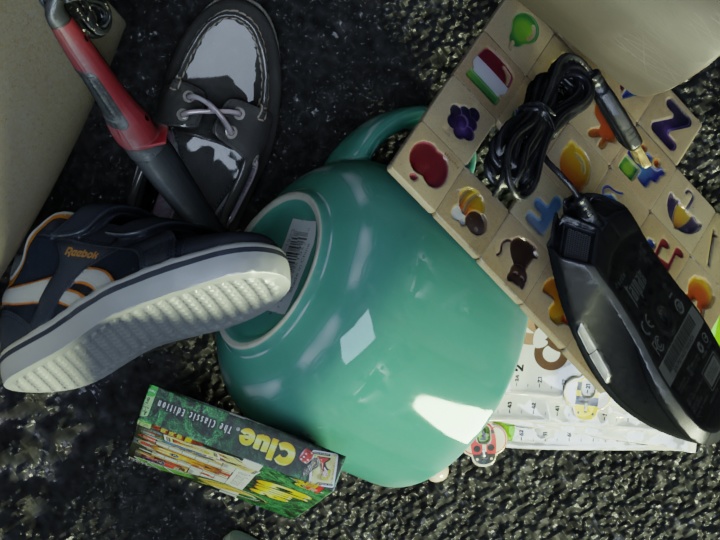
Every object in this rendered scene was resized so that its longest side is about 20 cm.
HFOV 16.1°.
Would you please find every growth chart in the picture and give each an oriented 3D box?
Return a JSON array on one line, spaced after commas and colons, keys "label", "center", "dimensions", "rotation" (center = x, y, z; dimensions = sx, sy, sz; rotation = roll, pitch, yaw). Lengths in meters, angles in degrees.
[{"label": "growth chart", "center": [0.130, 0.041, 1.395], "dimensions": [0.198, 0.018, 0.146], "rotation": [-3, 105, 2]}]

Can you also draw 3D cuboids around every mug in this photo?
[{"label": "mug", "center": [-0.006, 0.010, 1.318], "dimensions": [0.114, 0.186, 0.152], "rotation": [26, 125, -31]}]

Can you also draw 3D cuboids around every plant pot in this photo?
[{"label": "plant pot", "center": [-0.219, -0.084, 1.303], "dimensions": [0.187, 0.187, 0.200], "rotation": [43, 88, -9]}]

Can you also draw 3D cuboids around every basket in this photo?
[{"label": "basket", "center": [0.110, -0.196, 1.267], "dimensions": [0.200, 0.181, 0.136], "rotation": [43, 138, -19]}]

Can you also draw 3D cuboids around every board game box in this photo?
[{"label": "board game box", "center": [-0.069, 0.097, 1.331], "dimensions": [0.104, 0.200, 0.024], "rotation": [18, 79, -3]}]

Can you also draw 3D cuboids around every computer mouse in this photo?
[{"label": "computer mouse", "center": [0.126, -0.010, 1.285], "dimensions": [0.046, 0.141, 0.200], "rotation": [-25, 112, 34]}]

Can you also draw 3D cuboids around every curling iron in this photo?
[{"label": "curling iron", "center": [-0.107, -0.078, 1.289], "dimensions": [0.050, 0.025, 0.201], "rotation": [-50, 129, -28]}]

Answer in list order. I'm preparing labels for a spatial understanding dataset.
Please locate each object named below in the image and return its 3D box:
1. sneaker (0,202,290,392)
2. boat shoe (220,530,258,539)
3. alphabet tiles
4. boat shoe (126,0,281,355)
[{"label": "sneaker", "center": [-0.117, 0.000, 1.285], "dimensions": [0.199, 0.078, 0.080], "rotation": [-21, 67, 40]}, {"label": "boat shoe", "center": [-0.026, 0.243, 1.428], "dimensions": [0.202, 0.075, 0.086], "rotation": [41, 103, -7]}, {"label": "alphabet tiles", "center": [0.120, -0.042, 1.315], "dimensions": [0.200, 0.168, 0.008], "rotation": [46, 147, -17]}, {"label": "boat shoe", "center": [-0.088, -0.046, 1.358], "dimensions": [0.066, 0.057, 0.201], "rotation": [18, 106, -3]}]
